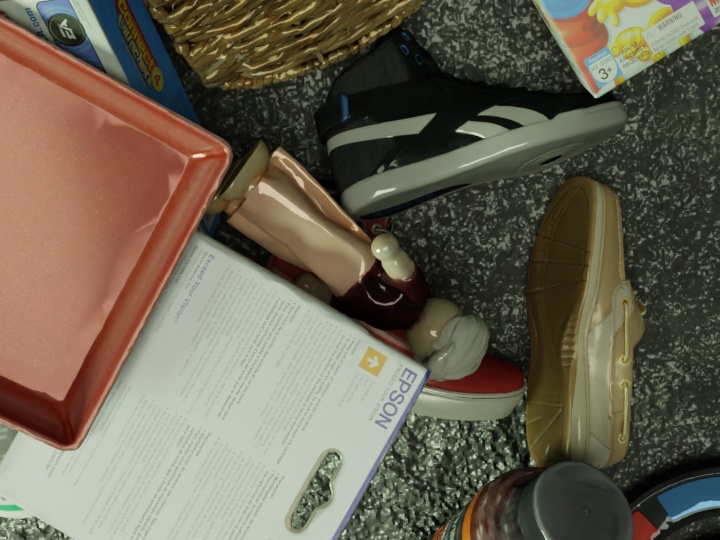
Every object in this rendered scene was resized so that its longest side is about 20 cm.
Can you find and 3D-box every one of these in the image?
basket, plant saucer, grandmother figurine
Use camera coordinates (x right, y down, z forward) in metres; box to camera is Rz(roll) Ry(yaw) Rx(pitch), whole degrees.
[{"bbox_3d":[-0.042,-0.225,0.820,0.199,0.150,0.143,-27,135,10],"label":"basket"},{"bbox_3d":[-0.203,-0.029,0.727,0.199,0.037,0.201,28,91,-15],"label":"plant saucer"},{"bbox_3d":[0.000,0.000,0.807,0.200,0.121,0.061,38,74,-13],"label":"grandmother figurine"}]

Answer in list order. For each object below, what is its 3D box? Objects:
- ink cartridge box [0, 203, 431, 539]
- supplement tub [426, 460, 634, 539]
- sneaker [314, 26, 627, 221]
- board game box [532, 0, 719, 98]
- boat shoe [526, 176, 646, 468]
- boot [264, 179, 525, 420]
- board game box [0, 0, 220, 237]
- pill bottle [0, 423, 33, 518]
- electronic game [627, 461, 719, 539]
[{"bbox_3d":[-0.089,0.093,0.784,0.199,0.043,0.197,30,90,-1],"label":"ink cartridge box"},{"bbox_3d":[0.101,0.199,0.865,0.106,0.107,0.200,28,140,-5],"label":"supplement tub"},{"bbox_3d":[0.068,-0.114,0.842,0.199,0.073,0.113,-17,79,-11],"label":"sneaker"},{"bbox_3d":[0.132,-0.223,0.790,0.103,0.105,0.201,-31,103,10],"label":"board game box"},{"bbox_3d":[0.158,0.038,0.884,0.069,0.074,0.202,3,95,-26],"label":"boat shoe"},{"bbox_3d":[0.031,0.012,0.881,0.199,0.072,0.145,18,104,1],"label":"boot"},{"bbox_3d":[-0.208,-0.096,0.801,0.194,0.056,0.201,-4,135,18],"label":"board game box"},{"bbox_3d":[-0.236,0.052,0.832,0.112,0.113,0.201,-13,124,6],"label":"pill bottle"},{"bbox_3d":[0.263,0.233,0.944,0.198,0.042,0.202,1,106,2],"label":"electronic game"}]
